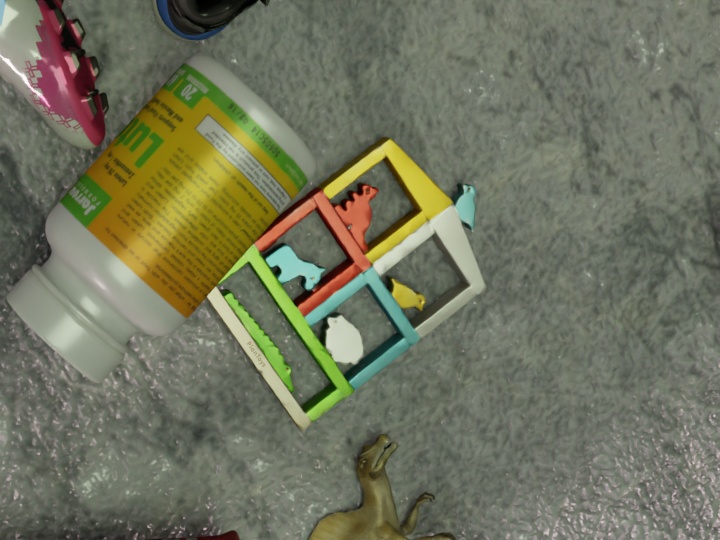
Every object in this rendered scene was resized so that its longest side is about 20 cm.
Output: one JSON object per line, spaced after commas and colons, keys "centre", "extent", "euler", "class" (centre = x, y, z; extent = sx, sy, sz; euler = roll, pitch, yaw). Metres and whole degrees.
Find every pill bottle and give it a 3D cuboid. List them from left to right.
{"centre": [-0.131, -0.030, 0.964], "extent": [0.111, 0.111, 0.200], "euler": [43, 85, -17], "class": "pill bottle"}

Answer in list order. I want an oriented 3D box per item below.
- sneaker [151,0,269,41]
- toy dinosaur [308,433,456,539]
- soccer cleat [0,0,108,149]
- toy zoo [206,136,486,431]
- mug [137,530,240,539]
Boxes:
{"centre": [-0.068, -0.240, 0.952], "extent": [0.076, 0.111, 0.202], "euler": [29, 89, -17], "class": "sneaker"}
{"centre": [0.006, 0.221, 1.077], "extent": [0.100, 0.058, 0.202], "euler": [19, 84, -2], "class": "toy dinosaur"}
{"centre": [-0.230, -0.161, 0.948], "extent": [0.085, 0.070, 0.202], "euler": [-23, 101, 5], "class": "soccer cleat"}
{"centre": [0.000, 0.000, 1.052], "extent": [0.199, 0.020, 0.132], "euler": [-38, 106, -8], "class": "toy zoo"}
{"centre": [-0.176, 0.229, 0.965], "extent": [0.197, 0.178, 0.135], "euler": [3, 65, -11], "class": "mug"}
